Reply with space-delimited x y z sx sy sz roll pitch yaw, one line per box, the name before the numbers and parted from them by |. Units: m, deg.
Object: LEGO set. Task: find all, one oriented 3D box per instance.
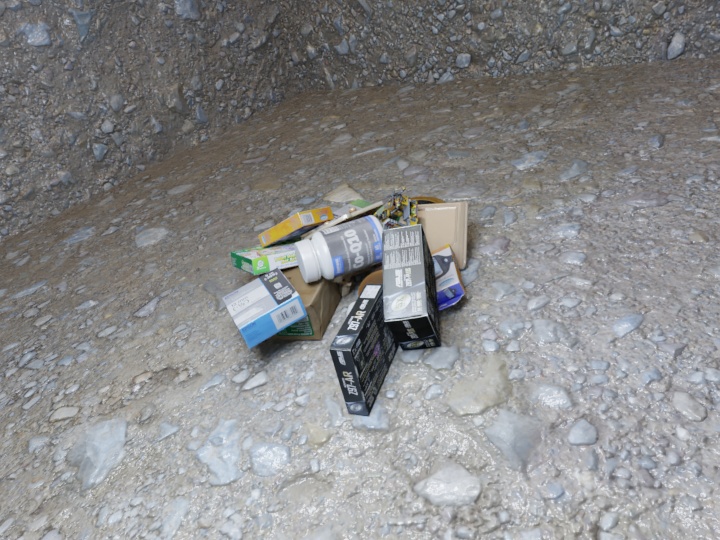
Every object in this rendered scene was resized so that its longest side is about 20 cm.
LEGO set | 0.069 -0.108 1.321 0.153 0.115 0.203 -22 57 54

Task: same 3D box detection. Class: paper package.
paper package | -0.168 0.075 1.264 0.197 0.105 0.191 -3 33 19

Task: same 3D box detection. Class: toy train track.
toy train track | 0.000 0.000 1.320 0.032 0.116 0.199 13 19 33

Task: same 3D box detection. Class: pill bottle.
pill bottle | -0.046 -0.047 1.204 0.198 0.115 0.114 -19 29 -15

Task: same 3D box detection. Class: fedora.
fedora | 0.161 -0.143 1.498 0.198 0.083 0.201 -12 30 7

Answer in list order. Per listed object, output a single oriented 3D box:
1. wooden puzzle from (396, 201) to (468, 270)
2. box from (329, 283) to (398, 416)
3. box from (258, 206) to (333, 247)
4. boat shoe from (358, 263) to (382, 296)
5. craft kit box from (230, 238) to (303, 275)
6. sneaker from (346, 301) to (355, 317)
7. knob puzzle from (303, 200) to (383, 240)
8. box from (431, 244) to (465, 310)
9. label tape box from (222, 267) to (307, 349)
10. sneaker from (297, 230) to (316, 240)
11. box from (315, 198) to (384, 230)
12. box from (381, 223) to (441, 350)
wooden puzzle | 0.183 -0.085 1.359 0.197 0.037 0.188 -3 70 25
box | 0.014 0.146 0.999 0.043 0.162 0.201 1 34 23
box | -0.176 -0.110 1.366 0.199 0.042 0.118 -24 -2 42
boat shoe | 0.077 0.007 1.242 0.199 0.071 0.070 -39 1 29
craft kit box | -0.215 -0.039 1.350 0.195 0.049 0.199 -11 12 -28
sneaker | -0.005 0.120 1.143 0.071 0.073 0.201 -14 28 6
knob puzzle | -0.055 -0.122 1.322 0.217 0.031 0.220 -25 -2 -1
box | 0.172 0.023 1.213 0.118 0.042 0.201 -26 25 15
label tape box | -0.223 0.063 1.149 0.142 0.067 0.200 -30 39 -14
sneaker | -0.129 -0.062 1.464 0.074 0.086 0.200 -1 13 -27
box | -0.036 -0.164 1.675 0.199 0.037 0.144 -32 34 -25
box | 0.104 0.038 1.061 0.085 0.164 0.203 -8 61 14
